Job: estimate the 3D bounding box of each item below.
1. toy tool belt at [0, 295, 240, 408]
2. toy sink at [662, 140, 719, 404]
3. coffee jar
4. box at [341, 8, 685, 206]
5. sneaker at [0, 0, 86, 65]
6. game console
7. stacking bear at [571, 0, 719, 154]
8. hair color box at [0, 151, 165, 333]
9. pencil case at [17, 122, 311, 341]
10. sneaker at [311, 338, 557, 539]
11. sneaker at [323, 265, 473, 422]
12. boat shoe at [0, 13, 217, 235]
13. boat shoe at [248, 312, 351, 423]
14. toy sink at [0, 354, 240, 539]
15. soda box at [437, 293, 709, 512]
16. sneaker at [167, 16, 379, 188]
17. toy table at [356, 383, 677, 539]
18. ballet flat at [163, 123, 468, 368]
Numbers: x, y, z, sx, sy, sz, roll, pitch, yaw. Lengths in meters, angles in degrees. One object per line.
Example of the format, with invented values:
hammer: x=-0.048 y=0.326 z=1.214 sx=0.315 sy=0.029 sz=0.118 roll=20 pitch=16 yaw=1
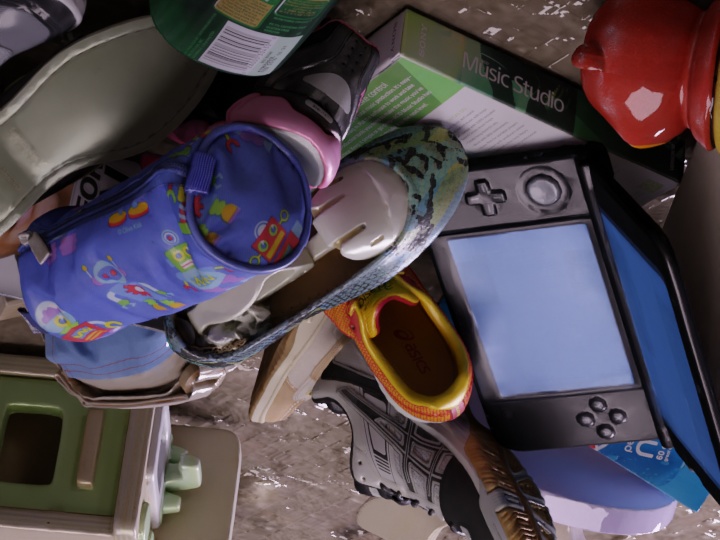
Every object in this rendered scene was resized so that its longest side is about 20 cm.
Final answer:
toy tool belt: x=-0.122 y=0.014 z=1.633 sx=0.199 sy=0.126 sz=0.122 roll=-21 pitch=150 yaw=39
toy sink: x=0.246 y=0.009 z=1.518 sx=0.111 sy=0.131 sz=0.200 roll=-10 pitch=152 yaw=-12
coffee jar: x=-0.026 y=-0.181 z=1.278 sx=0.085 sy=0.105 sz=0.200 roll=17 pitch=149 yaw=-24
box: x=0.065 y=-0.071 z=1.534 sx=0.199 sy=0.037 sz=0.144 roll=21 pitch=148 yaw=-28
sneaker: x=-0.240 y=-0.101 z=1.453 sx=0.199 sy=0.115 sz=0.075 roll=-9 pitch=148 yaw=26
game console: x=0.122 y=0.043 z=1.497 sx=0.175 sy=0.117 sz=0.201 roll=-6 pitch=122 yaw=22
stacking bear: x=0.211 y=-0.097 z=1.385 sx=0.198 sy=0.122 sz=0.115 roll=10 pitch=117 yaw=15
hair color box: x=-0.192 y=-0.034 z=1.548 sx=0.198 sy=0.100 sz=0.061 roll=13 pitch=-179 yaw=1
pencil case: x=-0.110 y=-0.018 z=1.422 sx=0.086 sy=0.079 sz=0.199 roll=24 pitch=154 yaw=-30
sneaker: x=0.043 y=0.122 z=1.615 sx=0.088 sy=0.201 sz=0.076 roll=-40 pitch=149 yaw=11
sneaker: x=0.000 y=0.000 z=1.557 sx=0.200 sy=0.073 sz=0.077 roll=47 pitch=168 yaw=7
boat shoe: x=-0.165 y=-0.084 z=1.474 sx=0.200 sy=0.061 sz=0.072 roll=-33 pitch=108 yaw=9
boat shoe: x=-0.022 y=0.049 z=1.725 sx=0.069 sy=0.074 sz=0.200 roll=17 pitch=149 yaw=-9
toy sink: x=-0.188 y=0.141 z=1.852 sx=0.198 sy=0.131 sz=0.112 roll=6 pitch=151 yaw=2
soda box: x=0.137 y=0.064 z=1.634 sx=0.199 sy=0.064 sz=0.068 roll=32 pitch=-171 yaw=0
sneaker: x=-0.044 y=-0.095 z=1.467 sx=0.079 sy=0.096 sz=0.200 roll=33 pitch=168 yaw=-21
toy table: x=0.095 y=0.153 z=1.711 sx=0.199 sy=0.183 sz=0.118 roll=31 pitch=120 yaw=28
ballet flat: x=-0.027 y=-0.010 z=1.474 sx=0.200 sy=0.074 sz=0.074 roll=-39 pitch=137 yaw=11
